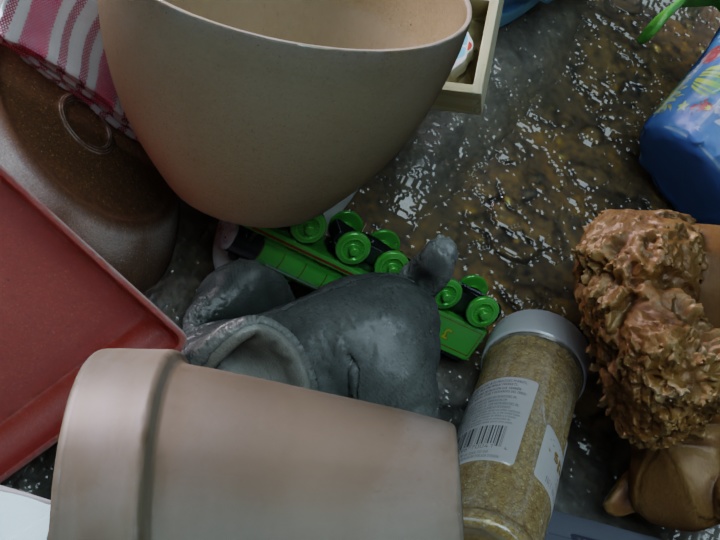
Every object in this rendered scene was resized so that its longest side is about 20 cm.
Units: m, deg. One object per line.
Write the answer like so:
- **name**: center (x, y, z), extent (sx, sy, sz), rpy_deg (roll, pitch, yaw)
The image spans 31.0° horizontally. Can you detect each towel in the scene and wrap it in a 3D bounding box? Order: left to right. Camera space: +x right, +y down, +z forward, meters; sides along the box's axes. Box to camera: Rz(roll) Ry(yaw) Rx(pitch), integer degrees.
- **towel**: center (-0.114, -0.152, 0.778), extent (0.200, 0.030, 0.147), rpy_deg (35, 70, -41)

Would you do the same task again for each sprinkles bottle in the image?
- **sprinkles bottle**: center (0.088, 0.104, 0.765), extent (0.068, 0.068, 0.200), rpy_deg (30, 37, -1)

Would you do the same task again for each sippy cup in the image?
- **sippy cup**: center (0.272, -0.102, 0.914), extent (0.130, 0.140, 0.178), rpy_deg (-39, 56, -15)

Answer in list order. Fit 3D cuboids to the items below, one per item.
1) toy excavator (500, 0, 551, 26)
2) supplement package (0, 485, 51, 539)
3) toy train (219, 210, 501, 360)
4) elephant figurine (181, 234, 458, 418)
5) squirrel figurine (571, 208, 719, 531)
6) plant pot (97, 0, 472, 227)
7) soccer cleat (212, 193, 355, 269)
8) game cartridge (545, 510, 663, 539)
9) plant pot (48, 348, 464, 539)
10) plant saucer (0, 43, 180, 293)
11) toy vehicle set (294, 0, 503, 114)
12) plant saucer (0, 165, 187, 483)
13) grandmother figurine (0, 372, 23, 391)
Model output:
- **toy excavator**: center (0.070, -0.208, 0.919), extent (0.100, 0.200, 0.194), rpy_deg (54, 22, 12)
- **supplement package**: center (-0.250, 0.169, 0.615), extent (0.191, 0.200, 0.147), rpy_deg (15, 71, -8)
- **toy train**: center (0.000, 0.000, 0.810), extent (0.200, 0.056, 0.042), rpy_deg (25, 21, -23)
- **elephant figurine**: center (-0.060, 0.063, 0.746), extent (0.199, 0.142, 0.156), rpy_deg (8, 69, -14)
- **squirrel figurine**: center (0.189, 0.064, 0.797), extent (0.200, 0.141, 0.187), rpy_deg (18, 78, -55)
- **plant pot**: center (-0.052, -0.104, 0.716), extent (0.200, 0.135, 0.200), rpy_deg (11, 32, -7)
- **soccer cleat**: center (-0.027, -0.069, 0.839), extent (0.069, 0.085, 0.200), rpy_deg (38, 64, 2)
- **game cartridge**: center (0.148, 0.198, 0.731), extent (0.133, 0.200, 0.041), rpy_deg (20, 103, -5)
- **plant pot**: center (-0.038, 0.135, 0.620), extent (0.173, 0.200, 0.201), rpy_deg (-1, 68, 1)
- **plant saucer**: center (-0.171, -0.078, 0.765), extent (0.200, 0.037, 0.201), rpy_deg (41, 31, -31)
- **toy vehicle set**: center (0.033, -0.199, 0.833), extent (0.124, 0.027, 0.200), rpy_deg (7, 68, 11)
- **plant saucer**: center (-0.228, 0.021, 0.684), extent (0.200, 0.200, 0.037), rpy_deg (46, 19, -28)
- **grandmother figurine**: center (-0.230, -0.016, 0.779), extent (0.121, 0.061, 0.200), rpy_deg (-24, 72, 6)
